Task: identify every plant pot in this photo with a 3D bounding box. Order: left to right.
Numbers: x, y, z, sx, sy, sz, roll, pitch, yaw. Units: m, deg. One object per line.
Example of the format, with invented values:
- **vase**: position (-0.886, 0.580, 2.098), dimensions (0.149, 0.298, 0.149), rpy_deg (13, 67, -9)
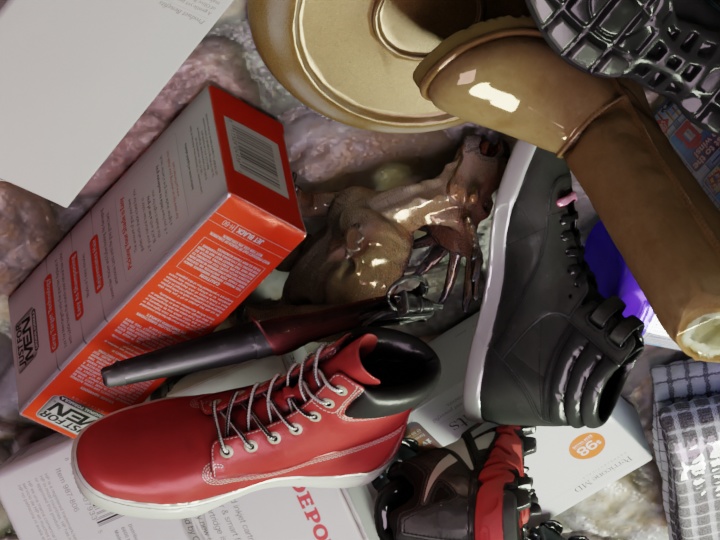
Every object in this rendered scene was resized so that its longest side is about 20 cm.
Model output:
- **plant pot**: position (0.037, -0.151, 1.601), dimensions (0.199, 0.028, 0.200), rpy_deg (-6, 132, -7)

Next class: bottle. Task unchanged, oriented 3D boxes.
- **bottle**: position (0.234, 0.018, 1.755), dimensions (0.199, 0.084, 0.065), rpy_deg (10, 119, -21)

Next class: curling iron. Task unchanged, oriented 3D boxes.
- **curling iron**: position (-0.050, 0.034, 1.617), dimensions (0.199, 0.026, 0.050), rpy_deg (-12, 166, -5)

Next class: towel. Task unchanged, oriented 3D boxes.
- **towel**: position (0.281, 0.136, 1.869), dimensions (0.165, 0.086, 0.200), rpy_deg (-14, 133, 2)

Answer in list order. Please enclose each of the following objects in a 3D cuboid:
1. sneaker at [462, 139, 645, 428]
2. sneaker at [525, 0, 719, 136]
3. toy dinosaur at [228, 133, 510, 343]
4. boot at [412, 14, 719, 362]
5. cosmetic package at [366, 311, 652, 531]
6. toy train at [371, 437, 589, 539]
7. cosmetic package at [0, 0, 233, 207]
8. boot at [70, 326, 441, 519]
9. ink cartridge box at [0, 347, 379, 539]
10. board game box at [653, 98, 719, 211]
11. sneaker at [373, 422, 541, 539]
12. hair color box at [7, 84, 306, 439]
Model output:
- **sneaker**: position (0.126, 0.002, 1.673), dimensions (0.099, 0.071, 0.201), rpy_deg (13, 101, 19)
- **sneaker**: position (0.153, -0.140, 1.593), dimensions (0.200, 0.079, 0.075), rpy_deg (33, 104, -32)
- **toy dinosaur**: position (0.000, 0.000, 1.695), dimensions (0.135, 0.086, 0.200), rpy_deg (18, 134, -40)
- **boot**: position (0.137, -0.044, 1.562), dimensions (0.175, 0.200, 0.066), rpy_deg (-1, 142, -41)
- **cosmetic package**: position (0.064, 0.116, 1.830), dimensions (0.200, 0.052, 0.151), rpy_deg (-33, 132, 17)
- **toy train**: position (0.080, 0.163, 1.818), dimensions (0.200, 0.034, 0.046), rpy_deg (31, 123, -34)
- **cosmetic package**: position (-0.151, -0.142, 1.530), dimensions (0.107, 0.085, 0.200), rpy_deg (27, 122, -30)
- **boot**: position (-0.060, 0.078, 1.606), dimensions (0.199, 0.073, 0.144), rpy_deg (-7, 156, -19)
- **ink cartridge box**: position (-0.103, 0.144, 1.754), dimensions (0.200, 0.084, 0.145), rpy_deg (-23, 96, 10)
- **board game box**: position (0.280, -0.007, 1.659), dimensions (0.200, 0.200, 0.062), rpy_deg (32, 110, -32)
- **sneaker**: position (0.059, 0.132, 1.695), dimensions (0.098, 0.200, 0.071), rpy_deg (-4, 104, 7)
- **hair color box**: position (-0.121, -0.001, 1.652), dimensions (0.061, 0.102, 0.200), rpy_deg (28, 122, -32)
